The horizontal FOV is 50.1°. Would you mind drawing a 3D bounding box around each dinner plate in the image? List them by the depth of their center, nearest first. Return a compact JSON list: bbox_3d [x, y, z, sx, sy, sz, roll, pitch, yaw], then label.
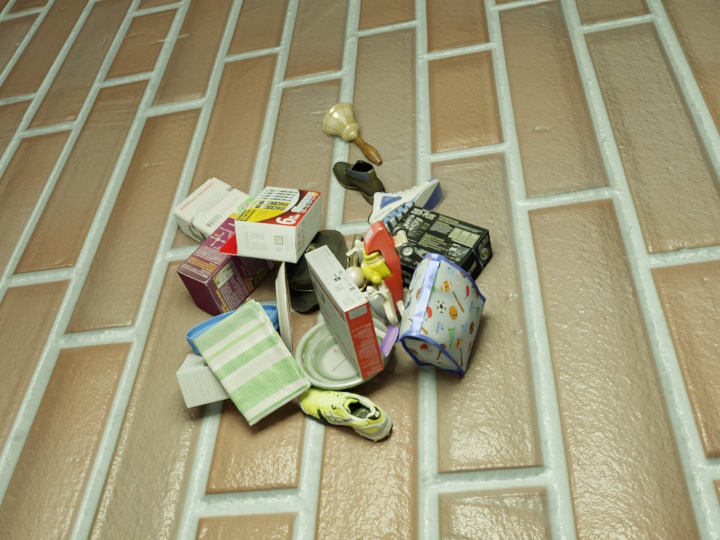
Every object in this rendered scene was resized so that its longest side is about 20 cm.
[{"bbox_3d":[-0.154,0.084,1.564,0.024,0.201,0.201,-7,45,-5],"label":"dinner plate"}]

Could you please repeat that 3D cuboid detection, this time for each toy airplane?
[{"bbox_3d":[0.035,0.016,1.524,0.140,0.200,0.201,-9,82,-5],"label":"toy airplane"}]

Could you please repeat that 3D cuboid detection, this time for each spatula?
[{"bbox_3d":[0.024,0.113,1.494,0.057,0.020,0.200,-63,30,1],"label":"spatula"}]

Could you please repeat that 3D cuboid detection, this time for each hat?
[{"bbox_3d":[-0.121,-0.016,1.674,0.200,0.081,0.202,-25,52,36],"label":"hat"}]

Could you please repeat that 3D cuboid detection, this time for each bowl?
[{"bbox_3d":[-0.263,0.123,1.610,0.199,0.040,0.201,-15,12,3],"label":"bowl"}]

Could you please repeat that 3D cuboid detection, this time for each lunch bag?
[{"bbox_3d":[0.143,0.081,1.445,0.123,0.200,0.171,8,70,26],"label":"lunch bag"}]

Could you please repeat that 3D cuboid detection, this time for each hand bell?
[{"bbox_3d":[-0.004,-0.341,2.010,0.104,0.104,0.200,-33,59,-14],"label":"hand bell"}]

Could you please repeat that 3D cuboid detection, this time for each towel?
[{"bbox_3d":[-0.207,0.177,1.470,0.152,0.201,0.023,-34,1,7],"label":"towel"}]

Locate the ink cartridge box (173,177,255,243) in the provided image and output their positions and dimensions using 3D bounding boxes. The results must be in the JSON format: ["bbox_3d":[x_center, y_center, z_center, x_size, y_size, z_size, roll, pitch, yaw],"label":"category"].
[{"bbox_3d":[-0.343,-0.129,1.906,0.199,0.084,0.145,28,61,36],"label":"ink cartridge box"}]

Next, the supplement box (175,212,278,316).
[{"bbox_3d":[-0.298,-0.011,1.750,0.103,0.131,0.200,21,56,33],"label":"supplement box"}]

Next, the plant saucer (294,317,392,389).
[{"bbox_3d":[-0.030,0.172,1.539,0.198,0.050,0.201,-9,39,7],"label":"plant saucer"}]

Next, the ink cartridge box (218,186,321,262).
[{"bbox_3d":[-0.190,-0.103,1.631,0.174,0.084,0.200,6,27,10],"label":"ink cartridge box"}]

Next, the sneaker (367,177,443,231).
[{"bbox_3d":[0.090,-0.160,1.796,0.199,0.081,0.115,-39,51,-17],"label":"sneaker"}]

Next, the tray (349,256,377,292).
[{"bbox_3d":[-0.046,0.016,1.708,0.098,0.037,0.200,-29,45,-9],"label":"tray"}]

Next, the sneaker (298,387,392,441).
[{"bbox_3d":[-0.033,0.253,1.454,0.199,0.077,0.076,11,54,28],"label":"sneaker"}]

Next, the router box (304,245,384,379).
[{"bbox_3d":[-0.032,0.078,1.470,0.049,0.180,0.200,-24,40,-13],"label":"router box"}]

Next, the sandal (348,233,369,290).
[{"bbox_3d":[0.000,0.000,1.642,0.054,0.081,0.201,10,44,-2],"label":"sandal"}]

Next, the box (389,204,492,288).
[{"bbox_3d":[0.155,-0.035,1.654,0.199,0.086,0.164,21,58,32],"label":"box"}]

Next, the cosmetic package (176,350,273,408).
[{"bbox_3d":[-0.255,0.199,1.547,0.199,0.082,0.113,-16,14,4],"label":"cosmetic package"}]

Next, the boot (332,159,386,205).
[{"bbox_3d":[-0.010,-0.247,1.898,0.075,0.097,0.200,-37,48,-18],"label":"boot"}]
